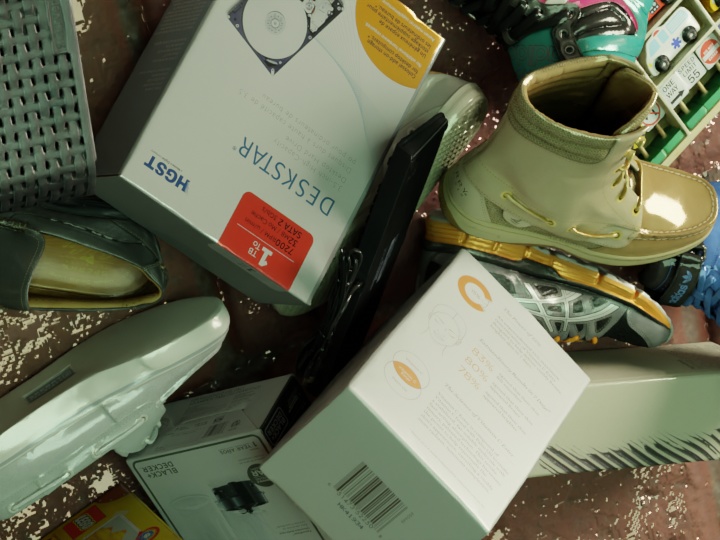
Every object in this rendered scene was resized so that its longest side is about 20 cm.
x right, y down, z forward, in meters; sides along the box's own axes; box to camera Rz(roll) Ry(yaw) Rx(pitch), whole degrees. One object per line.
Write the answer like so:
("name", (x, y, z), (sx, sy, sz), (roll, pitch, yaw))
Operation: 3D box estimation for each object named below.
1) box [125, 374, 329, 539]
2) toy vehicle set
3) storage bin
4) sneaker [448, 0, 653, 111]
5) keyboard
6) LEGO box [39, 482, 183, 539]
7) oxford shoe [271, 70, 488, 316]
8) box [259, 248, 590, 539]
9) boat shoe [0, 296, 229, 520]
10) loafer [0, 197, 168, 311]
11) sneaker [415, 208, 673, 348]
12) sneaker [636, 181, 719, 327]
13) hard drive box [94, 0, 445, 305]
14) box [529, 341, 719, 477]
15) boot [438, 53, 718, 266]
("box", (-0.052, 0.173, 1.429), (0.201, 0.116, 0.060), (59, 36, -22))
("toy vehicle set", (0.217, -0.161, 1.532), (0.200, 0.026, 0.124), (-47, 116, -9))
("storage bin", (-0.228, -0.113, 1.239), (0.093, 0.200, 0.136), (-13, 107, -22))
("sneaker", (0.104, -0.163, 1.433), (0.199, 0.084, 0.122), (4, 78, -18))
("keyboard", (0.000, 0.000, 1.394), (0.021, 0.127, 0.201), (26, 123, 10))
("LEGO box", (-0.159, 0.231, 1.348), (0.149, 0.200, 0.077), (-35, 114, -14))
("oxford shoe", (0.004, -0.054, 1.445), (0.058, 0.075, 0.200), (40, 92, 18))
("box", (0.045, 0.096, 1.377), (0.124, 0.200, 0.097), (46, 125, -1))
("boat shoe", (-0.164, 0.090, 1.388), (0.199, 0.072, 0.069), (-34, 116, -15))
("loafer", (-0.213, -0.009, 1.335), (0.199, 0.072, 0.073), (-2, 118, -23))
("sneaker", (0.124, 0.021, 1.506), (0.199, 0.078, 0.078), (19, 93, -17))
("sneaker", (0.252, 0.023, 1.518), (0.110, 0.077, 0.201), (-1, 58, -18))
("hard drive box", (-0.061, -0.102, 1.368), (0.156, 0.077, 0.201), (34, 75, -26))
("box", (0.186, 0.098, 1.546), (0.199, 0.082, 0.069), (-3, 104, -23))
("boot", (0.168, -0.073, 1.413), (0.199, 0.156, 0.073), (7, 60, -17))
